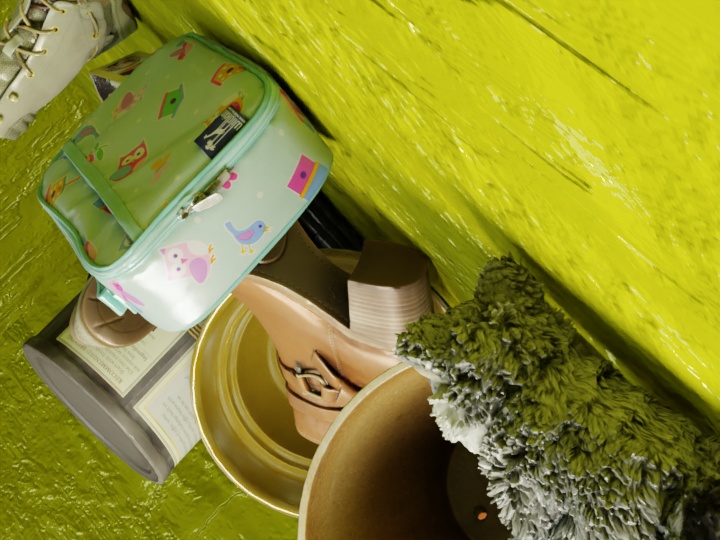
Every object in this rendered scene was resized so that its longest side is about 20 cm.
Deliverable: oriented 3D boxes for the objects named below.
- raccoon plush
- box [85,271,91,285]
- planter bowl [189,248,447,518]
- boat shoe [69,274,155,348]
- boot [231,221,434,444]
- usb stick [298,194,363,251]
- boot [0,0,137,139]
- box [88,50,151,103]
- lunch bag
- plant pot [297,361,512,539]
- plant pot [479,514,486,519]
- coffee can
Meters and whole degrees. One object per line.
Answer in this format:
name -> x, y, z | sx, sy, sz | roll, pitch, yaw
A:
raccoon plush -> 0.102, 0.052, 0.595 | 0.199, 0.096, 0.135 | -24, 98, 54
box -> -0.130, 0.025, 1.289 | 0.198, 0.150, 0.124 | 11, -167, -29
planter bowl -> -0.018, 0.070, 1.045 | 0.201, 0.200, 0.084 | 47, -167, -12
boat shoe -> -0.126, -0.026, 1.006 | 0.072, 0.200, 0.064 | 51, 154, -12
boot -> -0.041, 0.039, 0.962 | 0.197, 0.077, 0.157 | 11, 131, 14
usb stick -> 0.000, 0.000, 1.116 | 0.200, 0.033, 0.055 | 48, 168, -6
boot -> -0.257, -0.183, 1.129 | 0.072, 0.155, 0.200 | 45, 175, 11
box -> -0.151, -0.121, 1.123 | 0.200, 0.050, 0.076 | 23, 137, 63
lunch bag -> -0.113, -0.056, 0.881 | 0.077, 0.160, 0.200 | 48, 176, -31
plant pot -> 0.077, 0.127, 0.783 | 0.186, 0.186, 0.200 | 45, -172, 7
plant pot -> 0.082, 0.212, 1.287 | 0.200, 0.199, 0.140 | 48, -169, -18
coffee can -> -0.136, 0.040, 1.117 | 0.146, 0.200, 0.147 | 38, 161, 16
